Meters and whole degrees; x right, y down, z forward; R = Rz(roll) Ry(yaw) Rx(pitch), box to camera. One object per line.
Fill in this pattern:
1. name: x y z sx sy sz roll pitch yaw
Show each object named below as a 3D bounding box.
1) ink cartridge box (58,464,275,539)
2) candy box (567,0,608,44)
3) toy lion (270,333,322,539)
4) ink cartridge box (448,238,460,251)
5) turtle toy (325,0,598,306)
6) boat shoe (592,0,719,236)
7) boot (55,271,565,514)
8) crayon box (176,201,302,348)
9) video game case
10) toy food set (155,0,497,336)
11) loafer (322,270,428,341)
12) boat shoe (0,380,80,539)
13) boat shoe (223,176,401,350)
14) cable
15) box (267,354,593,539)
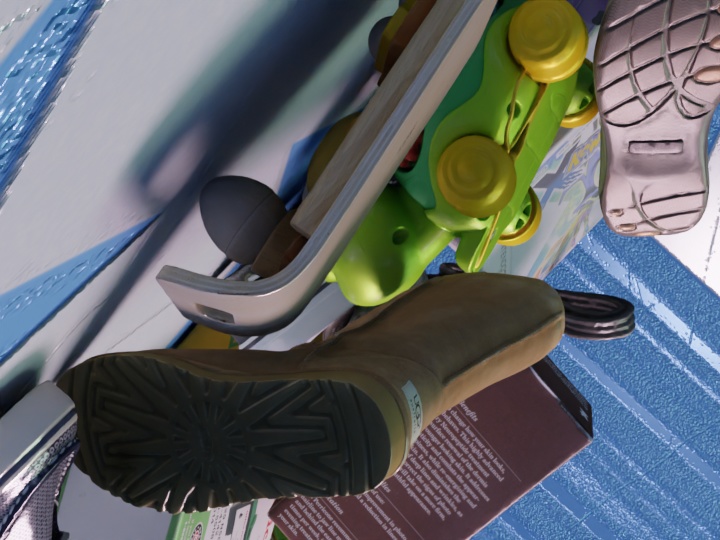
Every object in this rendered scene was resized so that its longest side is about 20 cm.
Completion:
1. ink cartridge box: -0.126 0.182 0.850 0.200 0.083 0.148 -1 108 -74
2. candy box: 0.205 -0.265 1.010 0.200 0.071 0.168 -50 178 -10
3. toy lion: -0.047 0.110 0.986 0.191 0.201 0.068 -39 149 19
4. ink cartridge box: 0.094 -0.092 1.013 0.129 0.125 0.200 -48 178 -6
5. turtle toy: 0.050 -0.068 0.708 0.202 0.100 0.146 -61 164 1
6. boat shoe: 0.153 -0.106 0.695 0.201 0.073 0.074 89 3 -48
7. boot: -0.015 0.048 0.615 0.200 0.173 0.067 -27 117 -62
8. crayon box: -0.065 0.031 0.897 0.200 0.051 0.126 -49 178 -6
9. video game case: 0.140 -0.062 0.876 0.200 0.022 0.183 -45 158 -15
10. toy food set: -0.006 -0.066 0.501 0.201 0.060 0.144 -57 178 -8
11. loafer: 0.011 0.035 0.818 0.200 0.069 0.071 -93 179 -80
12. boat shoe: -0.138 0.129 0.555 0.075 0.093 0.200 -47 177 -44
13. boat shoe: -0.006 -0.028 0.788 0.200 0.071 0.072 -43 -171 -25
14. cable: 0.112 0.031 0.984 0.097 0.198 0.051 -28 122 -58
15. box: 0.045 0.123 0.870 0.200 0.100 0.075 -41 -177 16
